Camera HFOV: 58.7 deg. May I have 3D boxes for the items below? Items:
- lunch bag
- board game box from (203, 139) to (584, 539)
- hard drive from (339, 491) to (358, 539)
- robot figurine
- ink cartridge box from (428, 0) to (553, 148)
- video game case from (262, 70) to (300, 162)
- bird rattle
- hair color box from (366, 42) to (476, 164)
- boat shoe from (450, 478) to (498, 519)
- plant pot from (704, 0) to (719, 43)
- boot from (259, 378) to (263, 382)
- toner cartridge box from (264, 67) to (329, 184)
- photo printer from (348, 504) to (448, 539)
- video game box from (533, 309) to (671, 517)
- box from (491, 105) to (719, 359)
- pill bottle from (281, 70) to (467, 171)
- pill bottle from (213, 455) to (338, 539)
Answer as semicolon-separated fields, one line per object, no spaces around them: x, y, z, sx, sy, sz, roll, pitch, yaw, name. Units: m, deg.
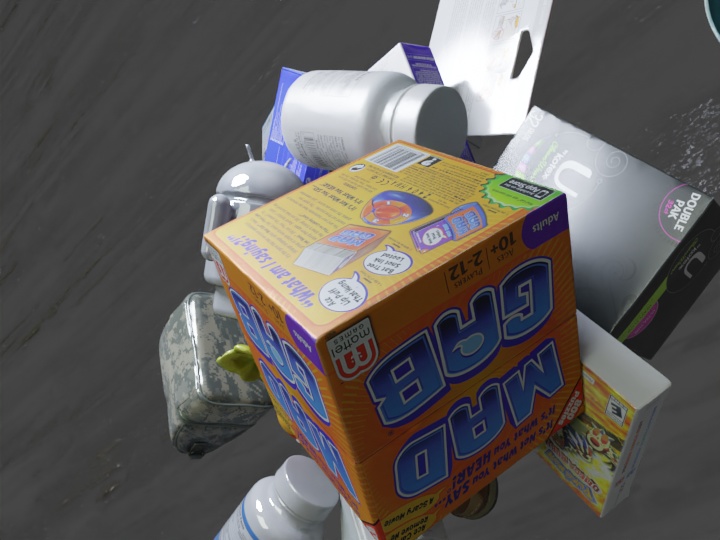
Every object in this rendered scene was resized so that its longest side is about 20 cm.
-0.228;0.154;0.951;0.168;0.138;0.201;-44;49;32;lunch bag
0.028;0.043;0.510;0.199;0.201;0.200;-28;33;-20;board game box
0.029;0.264;0.765;0.131;0.026;0.202;-19;64;37;hard drive
-0.121;-0.042;0.760;0.112;0.169;0.202;8;90;28;robot figurine
0.156;-0.253;0.795;0.175;0.044;0.202;10;85;44;ink cartridge box
-0.122;-0.190;0.997;0.143;0.018;0.202;-45;41;49;video game case
-0.074;0.157;0.739;0.112;0.201;0.163;-28;28;-10;bird rattle
0.066;-0.158;0.785;0.109;0.064;0.202;-27;78;45;hair color box
0.094;0.166;0.701;0.075;0.074;0.202;-30;59;27;boat shoe
0.398;-0.216;0.506;0.199;0.134;0.202;-14;69;39;plant pot
-0.123;0.050;0.859;0.146;0.069;0.202;-145;48;-78;boot
-0.082;-0.157;0.853;0.095;0.043;0.202;32;115;41;toner cartridge box
0.021;0.194;0.668;0.069;0.167;0.201;-23;61;6;photo printer
0.172;0.102;0.593;0.047;0.183;0.200;-30;48;-17;video game box
0.222;-0.037;0.616;0.200;0.124;0.149;44;108;40;box
0.014;-0.162;0.710;0.199;0.114;0.116;17;89;42;pill bottle
-0.114;0.337;0.813;0.201;0.112;0.112;-53;49;15;pill bottle
